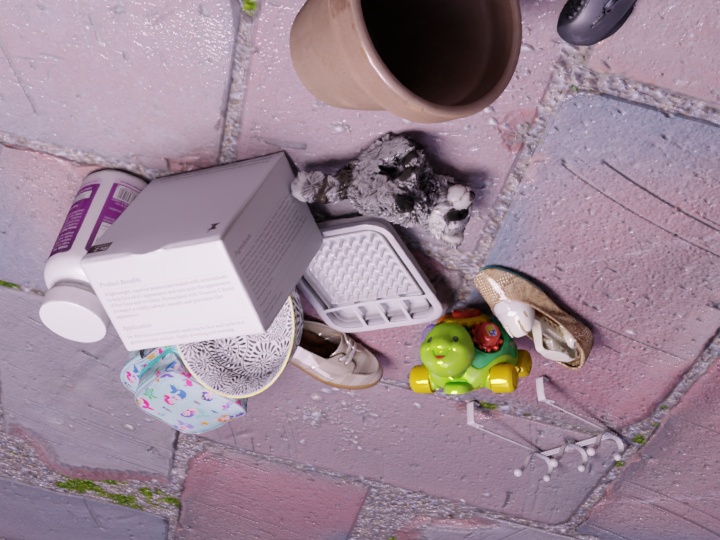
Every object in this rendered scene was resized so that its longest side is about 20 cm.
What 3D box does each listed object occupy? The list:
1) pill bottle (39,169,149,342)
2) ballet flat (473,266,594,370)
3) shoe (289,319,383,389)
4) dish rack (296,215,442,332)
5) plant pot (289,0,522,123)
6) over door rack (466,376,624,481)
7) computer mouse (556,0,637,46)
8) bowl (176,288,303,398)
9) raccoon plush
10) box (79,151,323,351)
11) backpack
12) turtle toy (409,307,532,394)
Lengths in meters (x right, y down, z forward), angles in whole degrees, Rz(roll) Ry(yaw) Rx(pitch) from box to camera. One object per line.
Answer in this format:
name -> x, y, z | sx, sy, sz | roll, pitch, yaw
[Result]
pill bottle -> -0.320, -0.016, 1.517 | 0.112, 0.200, 0.112 | 10, 144, 7
ballet flat -> 0.224, 0.066, 1.582 | 0.200, 0.065, 0.070 | 31, 140, -23
shoe -> -0.057, 0.111, 1.719 | 0.200, 0.070, 0.053 | 21, 146, -12
dish rack -> 0.000, 0.000, 1.579 | 0.171, 0.044, 0.200 | -9, 139, 28
plant pot -> 0.022, -0.225, 1.170 | 0.200, 0.201, 0.174 | 35, 154, -28
over door rack -> 0.268, 0.245, 1.808 | 0.148, 0.067, 0.200 | -25, 130, 39
computer mouse -> 0.253, -0.269, 1.151 | 0.059, 0.034, 0.200 | 26, 141, -17
bowl -> -0.143, 0.061, 1.628 | 0.200, 0.201, 0.094 | -14, 177, 31
raccoon plush -> 0.037, -0.088, 1.438 | 0.200, 0.097, 0.134 | 10, 160, 39
box -> -0.181, -0.022, 1.446 | 0.198, 0.200, 0.131 | -8, 120, 27
backpack -> -0.242, 0.141, 1.761 | 0.177, 0.151, 0.200 | 33, 144, -28
turtle toy -> 0.133, 0.104, 1.591 | 0.145, 0.200, 0.101 | -3, 98, 21
